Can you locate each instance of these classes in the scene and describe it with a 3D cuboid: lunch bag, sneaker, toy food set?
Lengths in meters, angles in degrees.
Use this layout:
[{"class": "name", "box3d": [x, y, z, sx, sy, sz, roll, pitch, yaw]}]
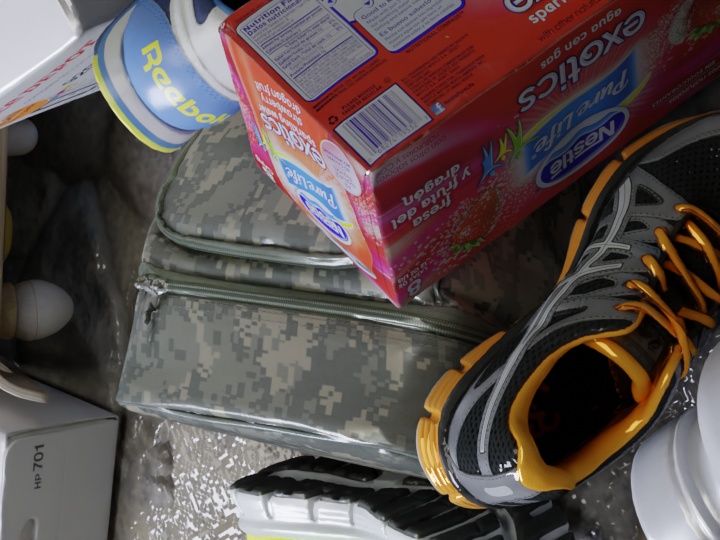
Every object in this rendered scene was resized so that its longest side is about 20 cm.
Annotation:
[{"class": "lunch bag", "box3d": [0.000, 0.000, 0.965, 0.200, 0.139, 0.168, 7, 82, 41]}, {"class": "sneaker", "box3d": [-0.041, -0.136, 0.923, 0.082, 0.074, 0.200, -24, 36, 42]}, {"class": "sneaker", "box3d": [0.024, 0.142, 0.997, 0.200, 0.078, 0.091, 6, 106, 47]}, {"class": "sneaker", "box3d": [0.109, 0.019, 0.850, 0.200, 0.078, 0.077, -51, 16, -10]}, {"class": "toy food set", "box3d": [-0.190, -0.039, 1.166, 0.143, 0.060, 0.201, -158, 71, -66]}]

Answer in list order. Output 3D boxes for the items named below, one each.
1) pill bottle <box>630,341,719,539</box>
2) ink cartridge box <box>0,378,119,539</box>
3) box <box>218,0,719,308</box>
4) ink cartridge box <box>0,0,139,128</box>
[{"class": "pill bottle", "box3d": [0.196, 0.048, 0.799, 0.200, 0.111, 0.111, -41, 67, 37]}, {"class": "ink cartridge box", "box3d": [-0.235, 0.127, 1.214, 0.200, 0.086, 0.147, 18, 106, 39]}, {"class": "box", "box3d": [0.056, -0.093, 0.851, 0.100, 0.200, 0.096, 45, 163, 30]}, {"class": "ink cartridge box", "box3d": [-0.142, -0.163, 1.007, 0.147, 0.200, 0.145, -29, 90, 40]}]
